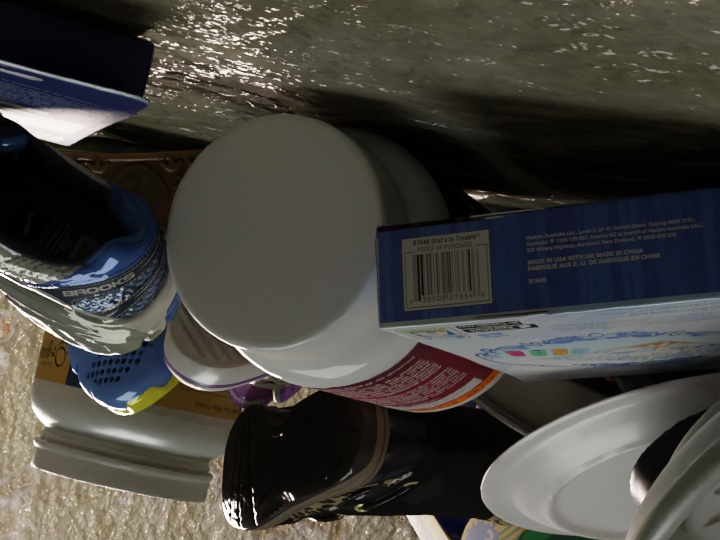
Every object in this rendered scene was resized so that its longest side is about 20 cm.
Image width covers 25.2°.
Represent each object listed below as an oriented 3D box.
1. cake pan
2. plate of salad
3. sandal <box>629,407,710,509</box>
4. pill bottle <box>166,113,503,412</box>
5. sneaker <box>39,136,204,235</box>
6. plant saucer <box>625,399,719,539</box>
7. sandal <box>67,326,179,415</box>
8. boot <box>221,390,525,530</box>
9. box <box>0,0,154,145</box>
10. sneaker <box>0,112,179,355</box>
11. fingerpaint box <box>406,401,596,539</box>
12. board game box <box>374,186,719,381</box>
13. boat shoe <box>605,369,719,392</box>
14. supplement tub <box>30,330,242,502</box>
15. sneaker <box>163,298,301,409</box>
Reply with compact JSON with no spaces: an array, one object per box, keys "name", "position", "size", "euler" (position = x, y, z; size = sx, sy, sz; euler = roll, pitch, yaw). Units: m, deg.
[{"name":"cake pan","position":[0.123,0.048,0.934],"size":[0.199,0.037,0.200],"euler":[22,-158,-9]},{"name":"plate of salad","position":[0.154,0.082,0.768],"size":[0.199,0.048,0.200],"euler":[-6,151,-3]},{"name":"sandal","position":[0.160,0.119,0.739],"size":[0.048,0.075,0.201],"euler":[57,171,42]},{"name":"pill bottle","position":[0.000,0.000,0.726],"size":[0.114,0.115,0.200],"euler":[10,175,22]},{"name":"sneaker","position":[-0.106,-0.040,0.884],"size":[0.199,0.067,0.090],"euler":[8,-170,-2]},{"name":"plant saucer","position":[0.177,0.083,0.640],"size":[0.200,0.200,0.050],"euler":[17,-149,-42]},{"name":"sandal","position":[-0.157,-0.001,0.944],"size":[0.087,0.079,0.200],"euler":[46,-168,-48]},{"name":"boot","position":[0.015,0.111,0.919],"size":[0.150,0.074,0.200],"euler":[9,159,-25]},{"name":"box","position":[-0.153,-0.084,0.633],"size":[0.121,0.033,0.200],"euler":[14,177,-19]},{"name":"sneaker","position":[-0.166,-0.038,0.667],"size":[0.199,0.077,0.085],"euler":[19,155,3]},{"name":"fingerpaint box","position":[0.098,0.113,1.052],"size":[0.073,0.167,0.200],"euler":[15,-160,-26]},{"name":"board game box","position":[0.132,0.008,0.634],"size":[0.199,0.044,0.199],"euler":[-6,168,20]},{"name":"boat shoe","position":[0.136,0.030,0.839],"size":[0.199,0.091,0.071],"euler":[11,174,12]},{"name":"supplement tub","position":[-0.143,0.048,1.104],"size":[0.144,0.201,0.144],"euler":[12,175,1]},{"name":"sneaker","position":[-0.058,0.048,0.924],"size":[0.072,0.115,0.200],"euler":[28,-152,13]}]
